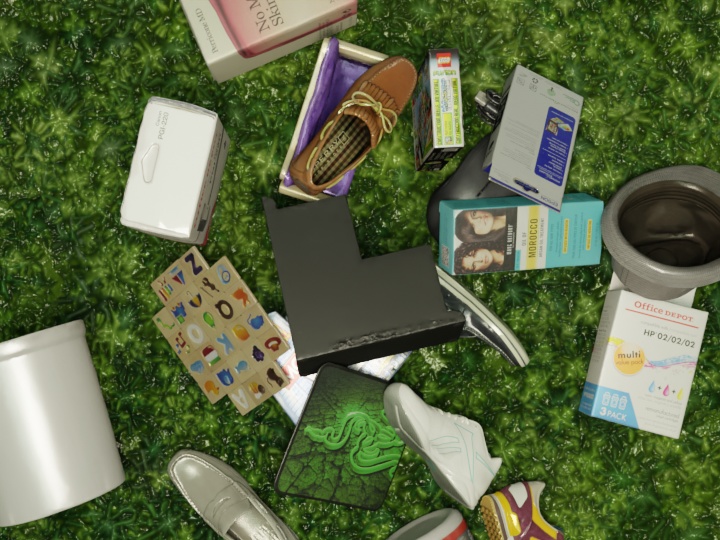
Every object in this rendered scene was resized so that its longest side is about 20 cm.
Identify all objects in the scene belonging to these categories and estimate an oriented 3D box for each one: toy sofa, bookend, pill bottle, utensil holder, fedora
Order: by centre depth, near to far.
[{"bbox_3d":[0.000,0.000,1.256,0.197,0.092,0.202,-13,74,-5],"label":"bookend"},{"bbox_3d":[-0.383,0.178,1.259,0.168,0.170,0.202,-16,90,-2],"label":"utensil holder"},{"bbox_3d":[0.113,0.402,1.288,0.115,0.116,0.201,-27,90,-2],"label":"pill bottle"},{"bbox_3d":[0.382,-0.033,1.302,0.199,0.091,0.177,-32,58,-27],"label":"fedora"},{"bbox_3d":[-0.032,-0.179,1.310,0.082,0.098,0.202,18,87,0],"label":"toy sofa"}]

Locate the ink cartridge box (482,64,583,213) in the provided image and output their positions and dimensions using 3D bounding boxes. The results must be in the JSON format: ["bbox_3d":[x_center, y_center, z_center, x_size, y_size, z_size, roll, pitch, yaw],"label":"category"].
[{"bbox_3d":[0.207,-0.153,1.289,0.099,0.039,0.201,26,53,-8],"label":"ink cartridge box"}]

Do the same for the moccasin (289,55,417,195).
[{"bbox_3d":[-0.003,-0.172,1.246,0.201,0.078,0.074,-44,111,-15],"label":"moccasin"}]

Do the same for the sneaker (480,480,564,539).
[{"bbox_3d":[0.218,0.360,1.313,0.089,0.075,0.202,-17,96,-11],"label":"sneaker"}]

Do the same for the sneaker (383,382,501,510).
[{"bbox_3d":[0.099,0.200,1.306,0.080,0.070,0.201,-45,116,-15],"label":"sneaker"}]

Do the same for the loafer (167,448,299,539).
[{"bbox_3d":[-0.155,0.293,1.308,0.199,0.070,0.070,38,88,0],"label":"loafer"}]

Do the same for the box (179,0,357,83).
[{"bbox_3d":[-0.116,-0.334,1.307,0.199,0.109,0.129,-24,89,-2],"label":"box"}]

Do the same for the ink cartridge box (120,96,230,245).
[{"bbox_3d":[-0.213,-0.110,1.253,0.084,0.200,0.147,13,88,-1],"label":"ink cartridge box"}]

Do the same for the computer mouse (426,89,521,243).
[{"bbox_3d":[0.157,-0.117,1.335,0.138,0.053,0.201,36,88,-1],"label":"computer mouse"}]

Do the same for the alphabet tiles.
[{"bbox_3d":[-0.171,0.075,1.293,0.166,0.006,0.201,-36,89,38],"label":"alphabet tiles"}]

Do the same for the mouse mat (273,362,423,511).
[{"bbox_3d":[-0.009,0.203,1.276,0.007,0.199,0.162,20,89,43],"label":"mouse mat"}]

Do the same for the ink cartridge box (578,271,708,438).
[{"bbox_3d":[0.355,0.094,1.325,0.114,0.068,0.202,14,88,-1],"label":"ink cartridge box"}]

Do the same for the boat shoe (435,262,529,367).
[{"bbox_3d":[0.124,0.057,1.322,0.200,0.075,0.062,40,96,3],"label":"boat shoe"}]

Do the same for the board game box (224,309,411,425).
[{"bbox_3d":[-0.058,0.094,1.320,0.199,0.062,0.200,39,88,-1],"label":"board game box"}]

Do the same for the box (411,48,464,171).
[{"bbox_3d":[0.089,-0.184,1.261,0.034,0.200,0.111,-3,88,-3],"label":"box"}]

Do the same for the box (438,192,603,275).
[{"bbox_3d":[0.196,-0.046,1.302,0.198,0.049,0.083,-5,106,-16],"label":"box"}]
